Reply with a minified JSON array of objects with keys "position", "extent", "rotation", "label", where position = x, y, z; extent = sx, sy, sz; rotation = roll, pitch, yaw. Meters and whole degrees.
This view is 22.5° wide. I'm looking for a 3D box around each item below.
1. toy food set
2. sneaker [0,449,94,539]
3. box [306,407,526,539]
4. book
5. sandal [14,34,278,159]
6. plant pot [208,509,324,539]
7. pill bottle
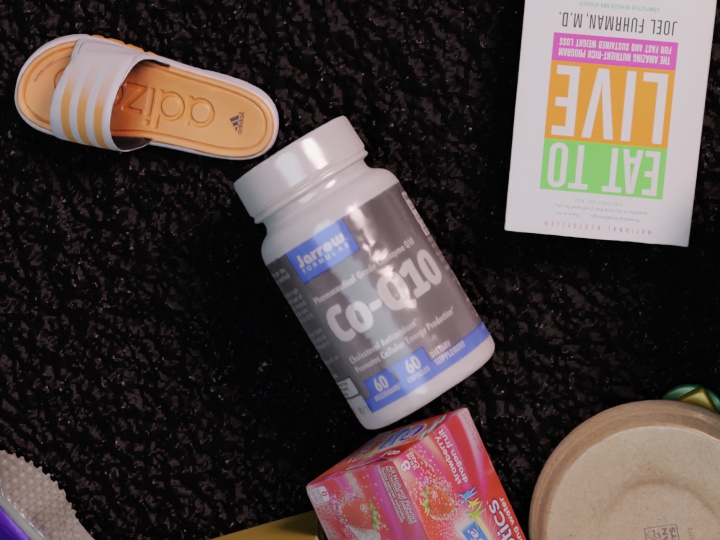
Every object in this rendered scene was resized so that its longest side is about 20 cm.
[{"position":[0.220,0.189,1.300],"extent":[0.197,0.049,0.202],"rotation":[-27,92,15],"label":"toy food set"},{"position":[-0.251,0.235,1.401],"extent":[0.099,0.070,0.200],"rotation":[-43,88,18],"label":"sneaker"},{"position":[0.058,0.215,1.299],"extent":[0.095,0.099,0.202],"rotation":[-21,95,41],"label":"box"},{"position":[0.175,-0.124,1.263],"extent":[0.132,0.048,0.203],"rotation":[5,99,7],"label":"book"},{"position":[-0.162,-0.125,1.325],"extent":[0.204,0.059,0.080],"rotation":[10,101,11],"label":"sandal"},{"position":[-0.110,0.304,1.294],"extent":[0.198,0.196,0.197],"rotation":[-10,98,-1],"label":"plant pot"},{"position":[0.000,0.000,1.283],"extent":[0.113,0.114,0.201],"rotation":[-31,92,15],"label":"pill bottle"}]
